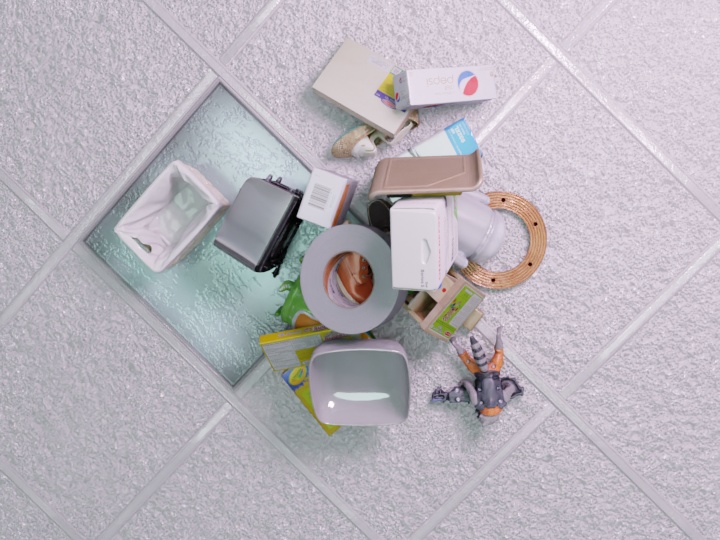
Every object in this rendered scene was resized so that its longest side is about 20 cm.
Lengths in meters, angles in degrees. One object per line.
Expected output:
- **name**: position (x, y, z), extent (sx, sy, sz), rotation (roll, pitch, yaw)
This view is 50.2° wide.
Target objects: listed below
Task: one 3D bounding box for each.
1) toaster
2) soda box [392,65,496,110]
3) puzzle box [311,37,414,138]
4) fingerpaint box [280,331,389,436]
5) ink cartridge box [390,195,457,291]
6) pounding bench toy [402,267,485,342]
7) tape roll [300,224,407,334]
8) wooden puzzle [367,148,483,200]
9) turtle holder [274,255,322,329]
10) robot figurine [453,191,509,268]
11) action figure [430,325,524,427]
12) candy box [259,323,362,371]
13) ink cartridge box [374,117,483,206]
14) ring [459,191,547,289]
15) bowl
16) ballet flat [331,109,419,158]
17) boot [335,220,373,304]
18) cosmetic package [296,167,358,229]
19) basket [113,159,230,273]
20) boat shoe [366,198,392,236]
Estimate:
- **toaster**: position (-0.193, -0.090, 1.550), extent (0.118, 0.181, 0.201), rotation (29, 98, 4)
- **soda box**: position (0.166, -0.357, 1.497), extent (0.198, 0.064, 0.069), rotation (-10, 96, -24)
- **puzzle box**: position (0.020, -0.365, 1.535), extent (0.199, 0.025, 0.134), rotation (32, 78, 12)
- **fingerpaint box**: position (-0.038, 0.217, 1.622), extent (0.200, 0.073, 0.167), rotation (-39, 93, 8)
- **ink cartridge box**: position (0.116, -0.065, 1.365), extent (0.083, 0.200, 0.147), rotation (3, 109, 17)
- **pounding bench toy**: position (0.155, 0.046, 1.566), extent (0.124, 0.200, 0.156), rotation (-50, 58, 6)
- **tape roll**: position (-0.011, 0.015, 1.432), extent (0.198, 0.066, 0.203), rotation (1, 93, 21)
- **wooden puzzle**: position (0.117, -0.166, 1.365), extent (0.198, 0.185, 0.038), rotation (-6, 115, 9)
- **turtle holder**: position (-0.080, 0.052, 1.581), extent (0.131, 0.186, 0.142), rotation (29, 124, 11)
- **robot figurine**: position (0.203, -0.089, 1.518), extent (0.199, 0.113, 0.171), rotation (27, 70, -8)
- **action figure**: position (0.233, 0.229, 1.585), extent (0.198, 0.105, 0.195), rotation (-14, 89, 7)
- **candy box**: position (-0.094, 0.150, 1.541), extent (0.198, 0.027, 0.103), rotation (-11, 135, 6)
- **ink cartridge box**: position (0.135, -0.212, 1.519), extent (0.199, 0.145, 0.084), rotation (-28, 92, 8)
- **ring**: position (0.284, -0.063, 1.587), extent (0.198, 0.019, 0.203), rotation (1, 97, 6)
- **bowl**: position (0.000, 0.211, 1.517), extent (0.197, 0.075, 0.202), rotation (-1, 125, 3)
- **ballet flat**: position (0.033, -0.272, 1.557), extent (0.199, 0.070, 0.066), rotation (-32, 64, 10)
- **boot**: position (0.000, 0.000, 1.498), extent (0.107, 0.075, 0.201), rotation (-39, 88, 19)
- **cosmetic package**: position (-0.062, -0.143, 1.518), extent (0.071, 0.200, 0.102), rotation (20, 98, 3)
- **basket**: position (-0.383, -0.112, 1.592), extent (0.136, 0.123, 0.200), rotation (45, 98, 0)
- **boat shoe**: position (0.061, -0.062, 1.492), extent (0.073, 0.065, 0.201), rotation (-31, 65, 11)
